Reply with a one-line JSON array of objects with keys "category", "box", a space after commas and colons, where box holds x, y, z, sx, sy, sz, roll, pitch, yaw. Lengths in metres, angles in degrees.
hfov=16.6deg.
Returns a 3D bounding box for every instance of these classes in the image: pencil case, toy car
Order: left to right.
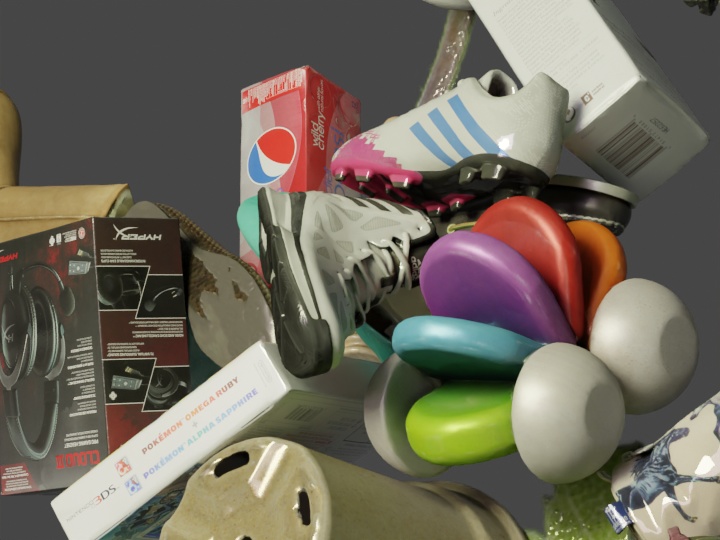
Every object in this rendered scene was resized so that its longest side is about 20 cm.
[{"category": "toy car", "box": [0.095, 0.036, 1.506, 0.175, 0.151, 0.200, 0, 27, 45]}, {"category": "pencil case", "box": [0.234, 0.093, 1.440, 0.200, 0.078, 0.090, -43, 85, 13]}]

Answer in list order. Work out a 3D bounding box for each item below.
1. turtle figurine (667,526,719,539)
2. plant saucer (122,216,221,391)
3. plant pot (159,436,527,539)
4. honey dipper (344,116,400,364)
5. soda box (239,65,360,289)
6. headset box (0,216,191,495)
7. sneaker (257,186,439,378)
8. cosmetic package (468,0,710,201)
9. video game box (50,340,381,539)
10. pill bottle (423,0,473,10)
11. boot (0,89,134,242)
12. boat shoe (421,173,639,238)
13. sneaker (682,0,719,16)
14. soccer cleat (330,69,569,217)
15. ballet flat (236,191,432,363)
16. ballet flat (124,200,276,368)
[{"category": "turtle figurine", "box": [0.195, 0.190, 1.373, 0.199, 0.150, 0.101, -28, 65, 7]}, {"category": "plant saucer", "box": [-0.175, 0.053, 1.802, 0.199, 0.036, 0.201, -7, 76, 30]}, {"category": "plant pot", "box": [-0.020, 0.196, 1.523, 0.200, 0.183, 0.201, -19, 55, 30]}, {"category": "honey dipper", "box": [0.016, -0.021, 1.721, 0.038, 0.038, 0.201, -12, 53, 34]}, {"category": "soda box", "box": [-0.042, -0.042, 1.755, 0.063, 0.070, 0.201, -20, 56, 32]}, {"category": "headset box", "box": [-0.188, 0.072, 1.710, 0.149, 0.077, 0.201, -11, 80, 52]}, {"category": "sneaker", "box": [0.000, -0.002, 1.526, 0.115, 0.076, 0.201, -4, 27, -6]}, {"category": "cosmetic package", "box": [0.144, -0.147, 1.641, 0.074, 0.102, 0.200, -39, 49, 14]}, {"category": "video game box", "box": [-0.077, 0.121, 1.603, 0.182, 0.200, 0.047, -40, 69, 16]}, {"category": "pill bottle", "box": [0.085, -0.287, 1.704, 0.200, 0.112, 0.113, -66, 34, 38]}, {"category": "boot", "box": [-0.250, -0.059, 1.948, 0.199, 0.066, 0.176, 4, 81, 42]}, {"category": "boat shoe", "box": [0.099, -0.025, 1.632, 0.201, 0.072, 0.061, -3, 68, 46]}, {"category": "sneaker", "box": [0.291, -0.228, 1.578, 0.199, 0.078, 0.086, -7, 61, 38]}, {"category": "soccer cleat", "box": [0.062, -0.085, 1.597, 0.200, 0.070, 0.087, 0, 65, 50]}, {"category": "ballet flat", "box": [0.000, 0.000, 1.644, 0.200, 0.071, 0.067, 42, 58, 16]}, {"category": "ballet flat", "box": [-0.103, 0.013, 1.707, 0.200, 0.046, 0.068, 40, 101, 45]}]
